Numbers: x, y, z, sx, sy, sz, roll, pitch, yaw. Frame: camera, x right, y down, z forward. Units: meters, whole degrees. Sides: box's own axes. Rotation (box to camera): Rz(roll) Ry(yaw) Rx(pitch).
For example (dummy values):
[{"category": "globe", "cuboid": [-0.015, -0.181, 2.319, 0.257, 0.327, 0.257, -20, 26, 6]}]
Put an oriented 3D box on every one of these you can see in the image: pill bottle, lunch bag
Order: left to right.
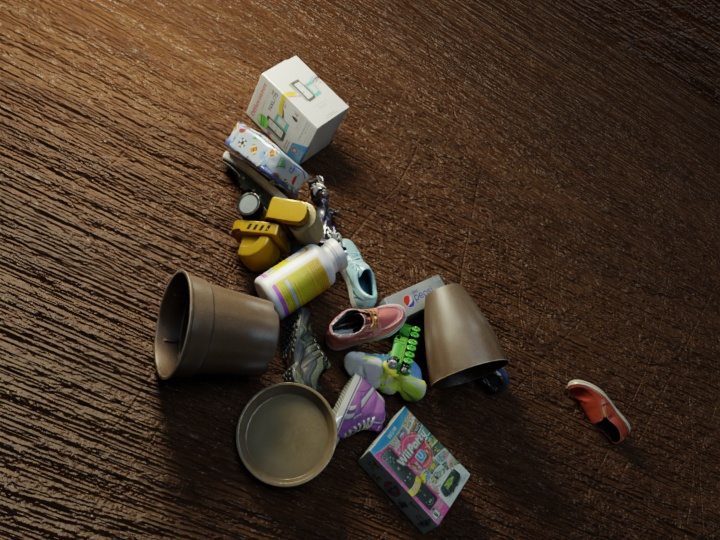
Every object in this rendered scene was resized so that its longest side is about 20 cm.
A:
[{"category": "lunch bag", "cuboid": [-0.215, -0.258, 1.660, 0.199, 0.076, 0.160, 40, 3, 27]}, {"category": "pill bottle", "cuboid": [-0.124, 0.013, 1.529, 0.198, 0.105, 0.105, -33, 77, -18]}]

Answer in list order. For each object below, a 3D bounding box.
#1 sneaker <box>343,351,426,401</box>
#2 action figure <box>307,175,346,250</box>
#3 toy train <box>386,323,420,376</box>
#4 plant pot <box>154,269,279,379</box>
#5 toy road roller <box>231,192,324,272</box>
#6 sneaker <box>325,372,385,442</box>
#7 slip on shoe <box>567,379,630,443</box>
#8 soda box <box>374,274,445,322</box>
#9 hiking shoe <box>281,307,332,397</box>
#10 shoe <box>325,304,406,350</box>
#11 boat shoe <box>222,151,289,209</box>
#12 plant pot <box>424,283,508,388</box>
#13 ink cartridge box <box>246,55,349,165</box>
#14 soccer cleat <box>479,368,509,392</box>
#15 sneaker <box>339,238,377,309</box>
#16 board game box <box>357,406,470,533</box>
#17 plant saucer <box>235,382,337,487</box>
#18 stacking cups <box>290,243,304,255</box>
[{"category": "sneaker", "cuboid": [0.055, 0.218, 1.569, 0.197, 0.076, 0.106, 28, 29, -9]}, {"category": "action figure", "cuboid": [-0.087, -0.142, 1.699, 0.130, 0.068, 0.204, 45, 32, -60]}, {"category": "toy train", "cuboid": [0.096, 0.172, 1.566, 0.055, 0.043, 0.200, 16, 22, 5]}, {"category": "plant pot", "cuboid": [-0.273, 0.117, 1.362, 0.195, 0.200, 0.204, 12, 53, -32]}, {"category": "toy road roller", "cuboid": [-0.189, -0.073, 1.553, 0.195, 0.123, 0.149, 7, 69, 16]}, {"category": "sneaker", "cuboid": [-0.009, 0.316, 1.451, 0.114, 0.073, 0.202, 39, 48, -6]}, {"category": "slip on shoe", "cuboid": [0.603, 0.357, 1.788, 0.200, 0.074, 0.061, 47, 50, 0]}, {"category": "soda box", "cuboid": [0.124, 0.079, 1.695, 0.197, 0.068, 0.064, -22, 73, -38]}, {"category": "hiking shoe", "cuboid": [-0.111, 0.181, 1.492, 0.099, 0.075, 0.205, 17, 60, -30]}, {"category": "shoe", "cuboid": [0.018, 0.116, 1.546, 0.196, 0.091, 0.073, -19, 73, -14]}, {"category": "boat shoe", "cuboid": [-0.258, -0.206, 1.673, 0.199, 0.069, 0.057, 38, 87, 7]}, {"category": "plant pot", "cuboid": [0.218, 0.142, 1.612, 0.183, 0.187, 0.204, -4, 67, -32]}, {"category": "ink cartridge box", "cuboid": [-0.164, -0.413, 1.816, 0.200, 0.147, 0.146, 44, 48, 5]}, {"category": "soccer cleat", "cuboid": [0.283, 0.213, 1.715, 0.200, 0.065, 0.083, 47, 18, 12]}, {"category": "sneaker", "cuboid": [0.000, 0.000, 1.667, 0.073, 0.082, 0.203, -4, 60, -33]}, {"category": "board game box", "cuboid": [0.112, 0.411, 1.461, 0.200, 0.064, 0.147, 44, 47, 5]}, {"category": "plant saucer", "cuboid": [-0.141, 0.316, 1.357, 0.195, 0.030, 0.204, 1, 60, -3]}, {"category": "stacking cups", "cuboid": [-0.137, -0.043, 1.630, 0.059, 0.061, 0.204, -3, 61, -32]}]
